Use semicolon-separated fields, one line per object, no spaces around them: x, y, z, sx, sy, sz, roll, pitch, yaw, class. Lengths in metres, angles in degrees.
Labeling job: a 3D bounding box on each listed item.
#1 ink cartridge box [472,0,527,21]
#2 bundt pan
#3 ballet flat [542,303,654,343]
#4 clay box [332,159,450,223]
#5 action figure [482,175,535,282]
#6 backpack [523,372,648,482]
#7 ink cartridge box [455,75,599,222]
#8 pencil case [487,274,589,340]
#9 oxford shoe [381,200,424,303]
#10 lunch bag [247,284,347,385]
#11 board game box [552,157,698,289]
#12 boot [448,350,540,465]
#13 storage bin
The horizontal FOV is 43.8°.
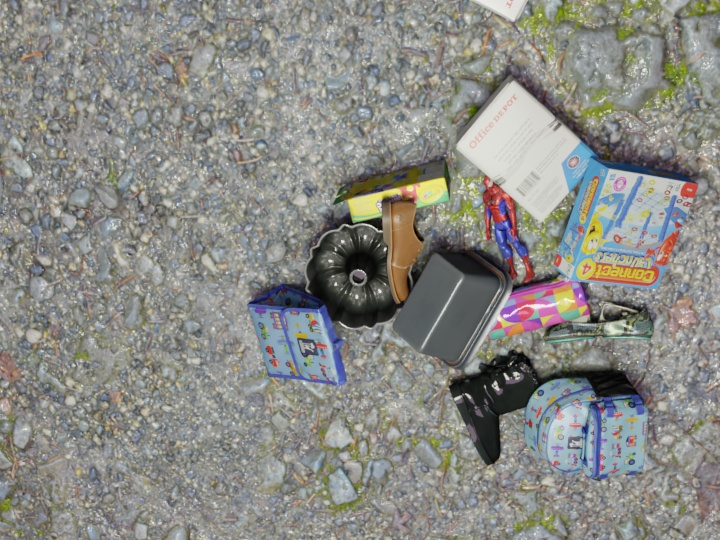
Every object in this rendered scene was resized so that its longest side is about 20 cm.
0.190;-0.506;1.413;0.197;0.084;0.147;26;111;-3;ink cartridge box
0.000;0.000;1.623;0.198;0.076;0.206;2;111;6;bundt pan
0.428;0.095;1.622;0.196;0.074;0.076;-3;110;6;ballet flat
0.056;-0.135;1.547;0.196;0.115;0.048;-13;109;12;clay box
0.253;-0.074;1.577;0.065;0.051;0.203;-3;112;46;action figure
0.404;0.287;1.630;0.196;0.135;0.186;-2;111;-9;backpack
0.278;-0.207;1.511;0.199;0.084;0.146;40;109;-8;ink cartridge box
0.312;0.060;1.605;0.197;0.089;0.090;-19;107;13;pencil case
0.074;-0.027;1.513;0.070;0.072;0.203;-5;128;0;oxford shoe
-0.096;0.121;1.617;0.198;0.093;0.153;7;118;47;lunch bag
0.447;-0.075;1.511;0.196;0.056;0.199;5;113;-25;board game box
0.272;0.259;1.693;0.160;0.074;0.201;-24;107;8;boot
0.145;0.056;1.569;0.145;0.133;0.202;40;107;36;storage bin
